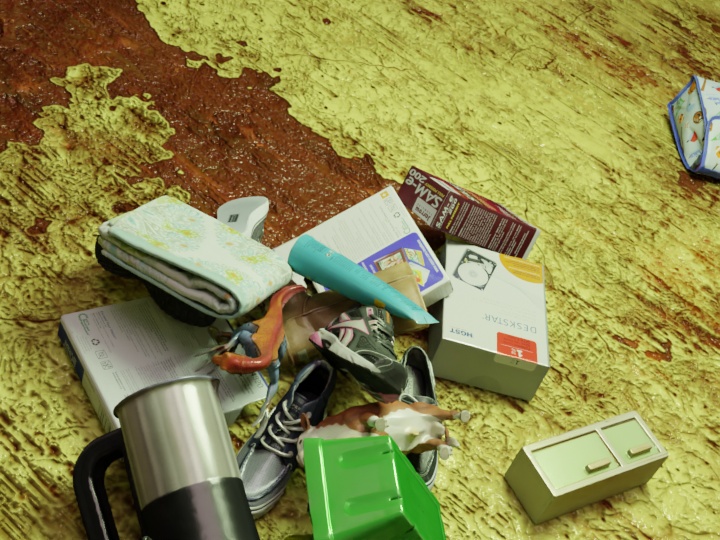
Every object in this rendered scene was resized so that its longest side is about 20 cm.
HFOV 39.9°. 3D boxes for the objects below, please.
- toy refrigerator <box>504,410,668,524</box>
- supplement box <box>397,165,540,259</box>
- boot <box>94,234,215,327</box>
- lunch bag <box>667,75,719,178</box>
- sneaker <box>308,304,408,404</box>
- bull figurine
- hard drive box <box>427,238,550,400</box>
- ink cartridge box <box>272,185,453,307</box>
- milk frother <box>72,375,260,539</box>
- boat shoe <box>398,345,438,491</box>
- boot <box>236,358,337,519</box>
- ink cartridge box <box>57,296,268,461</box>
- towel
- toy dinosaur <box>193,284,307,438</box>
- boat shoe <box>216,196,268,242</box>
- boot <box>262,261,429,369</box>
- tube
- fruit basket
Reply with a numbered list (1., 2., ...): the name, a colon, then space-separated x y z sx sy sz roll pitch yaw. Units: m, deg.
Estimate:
1. toy refrigerator: 0.288 0.244 1.255 0.197 0.071 0.076 -10 50 -30
2. supplement box: 0.160 -0.082 1.470 0.198 0.062 0.109 18 15 -37
3. boot: -0.229 -0.014 1.267 0.198 0.069 0.130 31 32 19
4. lunch bag: 0.702 -0.260 1.905 0.167 0.124 0.203 9 57 -12
5. sneaker: 0.007 0.081 1.147 0.086 0.080 0.199 -47 27 -8
6. bull figurine: 0.026 0.182 1.108 0.197 0.121 0.066 -5 92 -32
7. hard drive box: 0.178 0.066 1.387 0.153 0.077 0.202 14 43 -7
8. ink cartridge box: 0.000 0.000 1.377 0.198 0.044 0.199 -27 53 -3
9. milk frother: -0.198 0.208 0.975 0.178 0.201 0.191 -14 69 -16
10. boat shoe: 0.069 0.182 1.230 0.072 0.069 0.201 15 43 -7
11. boot: -0.092 0.187 1.142 0.072 0.091 0.201 26 42 6
12. ink cartridge box: -0.235 0.116 1.196 0.198 0.044 0.197 -12 51 -36
13. towel: -0.193 -0.020 1.186 0.198 0.049 0.171 28 23 9
14. toy dinosaur: -0.123 0.077 1.128 0.104 0.181 0.203 25 75 -10
15. boat shoe: -0.163 -0.048 1.371 0.069 0.067 0.201 -4 21 2
16. boot: -0.028 0.030 1.297 0.197 0.066 0.177 -18 63 -2
17. tube: 0.002 0.019 1.229 0.198 0.051 0.077 28 14 22
18. fruit basket: -0.023 0.285 1.030 0.212 0.217 0.157 6 45 -16
